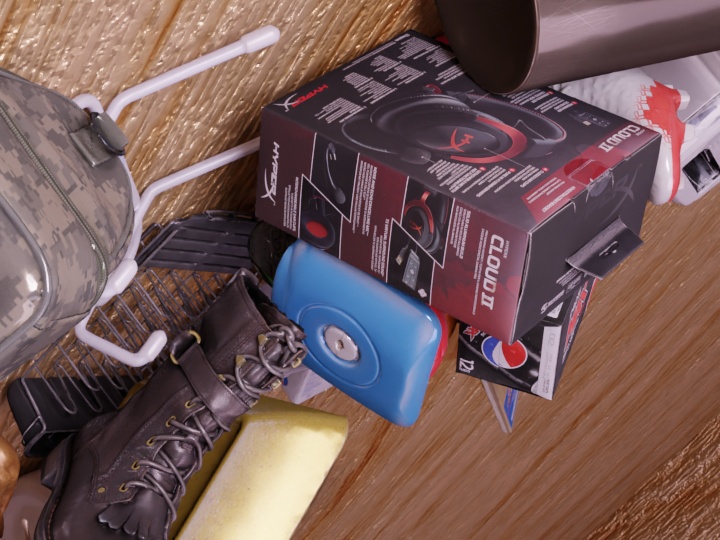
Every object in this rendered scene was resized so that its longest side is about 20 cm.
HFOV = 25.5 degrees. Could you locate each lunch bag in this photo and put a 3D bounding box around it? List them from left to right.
[{"bbox_3d":[-0.204,0.003,0.715,0.199,0.140,0.168,-39,177,15],"label":"lunch bag"}]

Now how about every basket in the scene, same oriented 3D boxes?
[{"bbox_3d":[0.152,-0.180,0.911,0.198,0.180,0.138,-19,123,-23],"label":"basket"}]

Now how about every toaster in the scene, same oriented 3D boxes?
[{"bbox_3d":[0.227,-0.133,1.173,0.113,0.130,0.200,-40,161,8],"label":"toaster"}]

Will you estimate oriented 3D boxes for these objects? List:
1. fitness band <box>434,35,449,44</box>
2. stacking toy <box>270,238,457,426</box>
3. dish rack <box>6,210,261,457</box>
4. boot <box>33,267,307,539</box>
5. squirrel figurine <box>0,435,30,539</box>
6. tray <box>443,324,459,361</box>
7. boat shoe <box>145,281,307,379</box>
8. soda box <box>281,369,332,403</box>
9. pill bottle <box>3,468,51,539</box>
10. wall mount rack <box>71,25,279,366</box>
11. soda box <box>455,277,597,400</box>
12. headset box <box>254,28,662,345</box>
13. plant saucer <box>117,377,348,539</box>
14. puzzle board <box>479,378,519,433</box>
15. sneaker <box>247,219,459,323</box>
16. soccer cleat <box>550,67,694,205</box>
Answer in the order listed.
[{"bbox_3d":[0.026,-0.080,1.085,0.143,0.038,0.200,-14,149,-49],"label":"fitness band"},{"bbox_3d":[0.044,-0.016,0.981,0.200,0.109,0.117,-46,160,-34],"label":"stacking toy"},{"bbox_3d":[-0.133,0.040,1.056,0.200,0.055,0.153,-44,161,19],"label":"dish rack"},{"bbox_3d":[-0.097,0.090,0.873,0.174,0.200,0.069,-43,120,7],"label":"boot"},{"bbox_3d":[-0.253,0.167,0.931,0.141,0.187,0.200,-16,153,-46],"label":"squirrel figurine"},{"bbox_3d":[0.095,-0.032,1.192,0.098,0.037,0.202,-7,119,-56],"label":"tray"},{"bbox_3d":[-0.081,0.052,1.161,0.198,0.074,0.065,-28,-172,15],"label":"boat shoe"},{"bbox_3d":[0.015,0.025,1.261,0.199,0.068,0.064,-26,159,-28],"label":"soda box"},{"bbox_3d":[-0.171,0.187,1.237,0.199,0.116,0.116,-17,153,-45],"label":"pill bottle"},{"bbox_3d":[-0.109,-0.047,0.878,0.200,0.074,0.175,87,28,-69],"label":"wall mount rack"},{"bbox_3d":[0.119,-0.020,0.984,0.071,0.063,0.201,90,21,-46],"label":"soda box"},{"bbox_3d":[0.062,-0.049,0.892,0.148,0.199,0.076,-35,141,-44],"label":"headset box"},{"bbox_3d":[-0.123,0.148,0.951,0.048,0.199,0.201,41,70,-32],"label":"plant saucer"},{"bbox_3d":[0.107,-0.006,1.105,0.151,0.017,0.202,64,37,-63],"label":"puzzle board"},{"bbox_3d":[0.000,0.000,1.064,0.199,0.079,0.085,13,175,-43],"label":"sneaker"},{"bbox_3d":[0.143,-0.110,0.976,0.084,0.201,0.069,-5,136,-9],"label":"soccer cleat"}]
